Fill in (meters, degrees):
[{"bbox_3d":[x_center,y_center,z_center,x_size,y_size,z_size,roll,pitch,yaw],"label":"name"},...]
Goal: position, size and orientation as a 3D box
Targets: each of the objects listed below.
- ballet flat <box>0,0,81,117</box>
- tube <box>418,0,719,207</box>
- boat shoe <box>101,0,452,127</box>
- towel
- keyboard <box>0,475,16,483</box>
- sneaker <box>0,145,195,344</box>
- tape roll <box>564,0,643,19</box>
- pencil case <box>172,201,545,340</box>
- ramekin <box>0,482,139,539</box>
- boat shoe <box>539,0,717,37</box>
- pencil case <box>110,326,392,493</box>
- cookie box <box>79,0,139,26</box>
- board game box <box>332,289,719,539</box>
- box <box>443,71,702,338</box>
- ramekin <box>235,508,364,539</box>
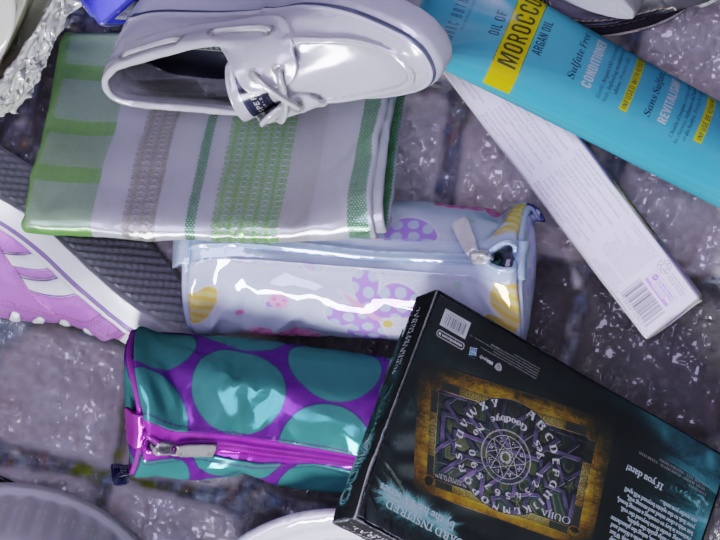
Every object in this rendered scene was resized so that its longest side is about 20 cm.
[{"bbox_3d":[-0.171,-0.171,1.533,0.072,0.072,0.201,24,99,8],"label":"ballet flat"},{"bbox_3d":[0.120,-0.101,1.547,0.200,0.078,0.050,27,139,-5],"label":"tube"},{"bbox_3d":[-0.047,-0.105,1.520,0.199,0.074,0.065,1,48,34],"label":"boat shoe"},{"bbox_3d":[-0.077,-0.078,1.568,0.199,0.031,0.150,1,50,8],"label":"towel"},{"bbox_3d":[-0.287,0.139,1.650,0.199,0.040,0.104,24,85,1],"label":"keyboard"},{"bbox_3d":[-0.192,0.008,1.621,0.200,0.073,0.114,35,115,2],"label":"sneaker"},{"bbox_3d":[0.068,-0.204,1.480,0.200,0.200,0.066,29,91,7],"label":"tape roll"},{"bbox_3d":[0.000,0.000,1.570,0.199,0.091,0.083,3,92,10],"label":"pencil case"},{"bbox_3d":[-0.197,0.224,1.580,0.199,0.105,0.201,0,97,-2],"label":"ramekin"},{"bbox_3d":[0.183,-0.179,1.549,0.199,0.063,0.073,-19,91,11],"label":"boat shoe"},{"bbox_3d":[-0.032,0.084,1.556,0.199,0.093,0.085,6,123,-5],"label":"pencil case"},{"bbox_3d":[-0.117,-0.262,1.589,0.200,0.075,0.171,-40,86,8],"label":"cookie box"},{"bbox_3d":[0.093,0.116,1.518,0.200,0.028,0.136,30,67,-20],"label":"board game box"},{"bbox_3d":[0.113,-0.052,1.576,0.041,0.039,0.200,-38,85,7],"label":"box"},{"bbox_3d":[-0.004,0.226,1.571,0.200,0.098,0.201,0,91,8],"label":"ramekin"}]
